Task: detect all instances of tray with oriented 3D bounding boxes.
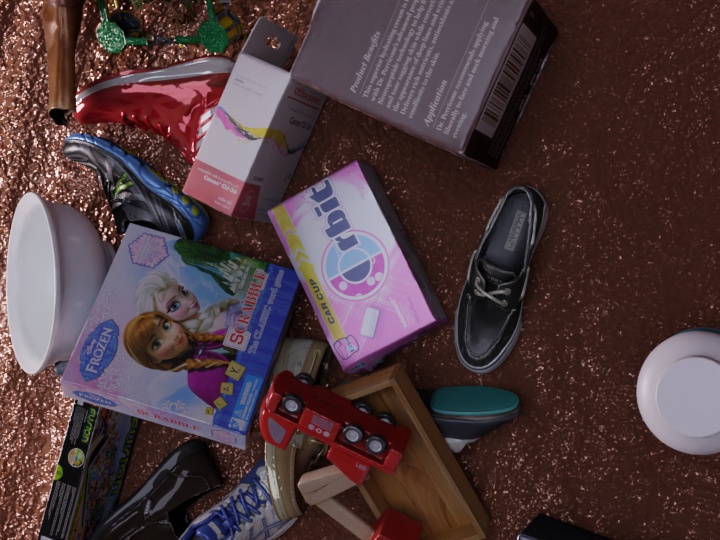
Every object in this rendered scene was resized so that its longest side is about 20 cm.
[{"bbox_3d":[0.043,0.198,1.303,0.098,0.037,0.201,-22,107,24],"label":"tray"}]

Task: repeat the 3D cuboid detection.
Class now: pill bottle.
[{"bbox_3d":[0.315,0.110,1.181,0.110,0.200,0.112,-1,88,17],"label":"pill bottle"}]

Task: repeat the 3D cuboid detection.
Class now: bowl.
[{"bbox_3d":[-0.325,0.014,1.418,0.201,0.090,0.202,-3,87,60],"label":"bowl"}]

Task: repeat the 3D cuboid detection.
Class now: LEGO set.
[{"bbox_3d":[-0.201,-0.320,1.415,0.199,0.116,0.154,-3,117,27],"label":"LEGO set"}]

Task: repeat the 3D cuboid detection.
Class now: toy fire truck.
[{"bbox_3d":[-0.018,0.198,1.270,0.199,0.049,0.141,25,119,2],"label":"toy fire truck"}]

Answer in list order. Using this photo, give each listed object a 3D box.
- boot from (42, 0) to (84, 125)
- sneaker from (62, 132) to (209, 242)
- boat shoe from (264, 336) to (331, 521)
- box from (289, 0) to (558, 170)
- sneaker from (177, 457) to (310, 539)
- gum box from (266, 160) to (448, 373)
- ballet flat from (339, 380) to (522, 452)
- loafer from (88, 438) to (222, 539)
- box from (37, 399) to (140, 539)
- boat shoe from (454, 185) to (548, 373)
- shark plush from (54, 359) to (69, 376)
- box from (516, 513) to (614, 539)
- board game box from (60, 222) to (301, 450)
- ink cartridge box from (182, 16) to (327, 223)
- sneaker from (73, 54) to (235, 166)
[{"bbox_3d":[-0.322,-0.262,1.407,0.068,0.188,0.201,-4,93,-18],"label":"boot"},{"bbox_3d":[-0.262,-0.086,1.431,0.199,0.071,0.083,38,93,11],"label":"sneaker"},{"bbox_3d":[-0.061,0.162,1.341,0.066,0.074,0.201,-3,67,9],"label":"boat shoe"},{"bbox_3d":[0.068,-0.220,1.282,0.199,0.164,0.167,27,97,16],"label":"box"},{"bbox_3d":[-0.132,0.274,1.376,0.075,0.088,0.200,44,100,15],"label":"sneaker"},{"bbox_3d":[0.000,0.000,1.350,0.113,0.066,0.201,-28,81,14],"label":"gum box"},{"bbox_3d":[0.070,0.155,1.332,0.199,0.073,0.074,2,90,11],"label":"ballet flat"},{"bbox_3d":[-0.229,0.278,1.412,0.071,0.073,0.200,45,101,15],"label":"loafer"},{"bbox_3d":[-0.297,0.221,1.416,0.035,0.110,0.201,17,95,16],"label":"box"},{"bbox_3d":[0.138,0.008,1.309,0.070,0.064,0.201,16,94,17],"label":"boat shoe"},{"bbox_3d":[-0.225,0.089,1.380,0.199,0.083,0.091,10,86,-10],"label":"shark plush"},{"bbox_3d":[0.228,0.371,1.246,0.196,0.117,0.201,18,95,17],"label":"box"},{"bbox_3d":[-0.183,0.065,1.336,0.198,0.041,0.201,15,59,3],"label":"board game box"},{"bbox_3d":[-0.101,-0.157,1.358,0.067,0.116,0.201,25,97,17],"label":"ink cartridge box"},{"bbox_3d":[-0.226,-0.163,1.419,0.199,0.078,0.116,-13,84,18],"label":"sneaker"}]
